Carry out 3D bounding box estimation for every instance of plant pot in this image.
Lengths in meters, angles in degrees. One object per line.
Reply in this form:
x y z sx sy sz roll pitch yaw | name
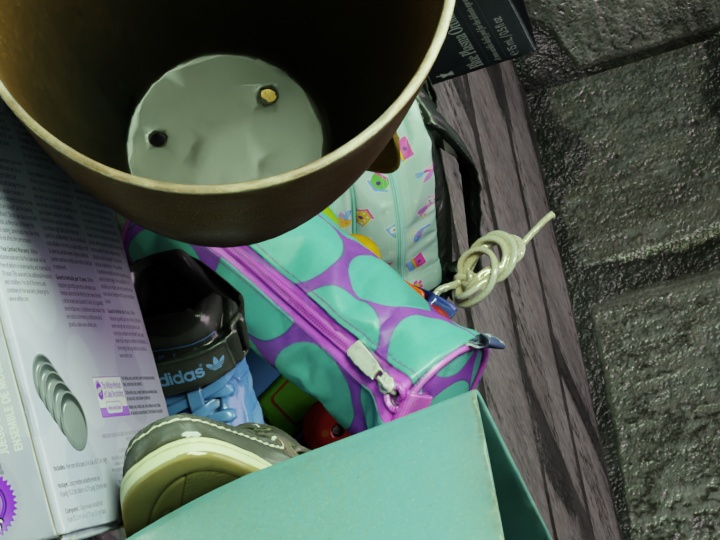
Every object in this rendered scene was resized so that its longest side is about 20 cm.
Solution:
-0.021 0.165 0.912 0.141 0.199 0.142 62 15 -50 | plant pot
-0.057 -0.086 0.978 0.200 0.186 0.187 91 -14 -72 | plant pot

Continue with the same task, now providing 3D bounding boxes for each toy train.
0.000 0.000 1.302 0.116 0.200 0.085 46 -7 -17 | toy train

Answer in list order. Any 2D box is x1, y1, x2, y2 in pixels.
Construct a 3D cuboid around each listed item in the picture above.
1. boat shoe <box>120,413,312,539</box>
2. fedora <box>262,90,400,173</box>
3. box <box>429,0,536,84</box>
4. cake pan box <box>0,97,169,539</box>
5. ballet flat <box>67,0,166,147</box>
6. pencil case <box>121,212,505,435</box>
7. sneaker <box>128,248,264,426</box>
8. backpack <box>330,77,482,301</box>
-0.047 0.097 0.993 0.201 0.072 0.066 43 22 -56 | boat shoe
-0.070 -0.099 1.293 0.200 0.082 0.201 39 -16 13 | fedora
0.000 -0.201 1.640 0.197 0.199 0.118 45 29 -70 | box
-0.133 0.019 0.968 0.200 0.052 0.185 2 74 -80 | cake pan box
-0.135 -0.096 1.086 0.200 0.068 0.068 57 19 -60 | ballet flat
-0.027 0.014 1.198 0.200 0.085 0.092 37 5 21 | pencil case
-0.077 0.076 1.098 0.111 0.077 0.200 72 3 -45 | sneaker
-0.001 -0.067 1.599 0.167 0.126 0.200 57 -13 28 | backpack
